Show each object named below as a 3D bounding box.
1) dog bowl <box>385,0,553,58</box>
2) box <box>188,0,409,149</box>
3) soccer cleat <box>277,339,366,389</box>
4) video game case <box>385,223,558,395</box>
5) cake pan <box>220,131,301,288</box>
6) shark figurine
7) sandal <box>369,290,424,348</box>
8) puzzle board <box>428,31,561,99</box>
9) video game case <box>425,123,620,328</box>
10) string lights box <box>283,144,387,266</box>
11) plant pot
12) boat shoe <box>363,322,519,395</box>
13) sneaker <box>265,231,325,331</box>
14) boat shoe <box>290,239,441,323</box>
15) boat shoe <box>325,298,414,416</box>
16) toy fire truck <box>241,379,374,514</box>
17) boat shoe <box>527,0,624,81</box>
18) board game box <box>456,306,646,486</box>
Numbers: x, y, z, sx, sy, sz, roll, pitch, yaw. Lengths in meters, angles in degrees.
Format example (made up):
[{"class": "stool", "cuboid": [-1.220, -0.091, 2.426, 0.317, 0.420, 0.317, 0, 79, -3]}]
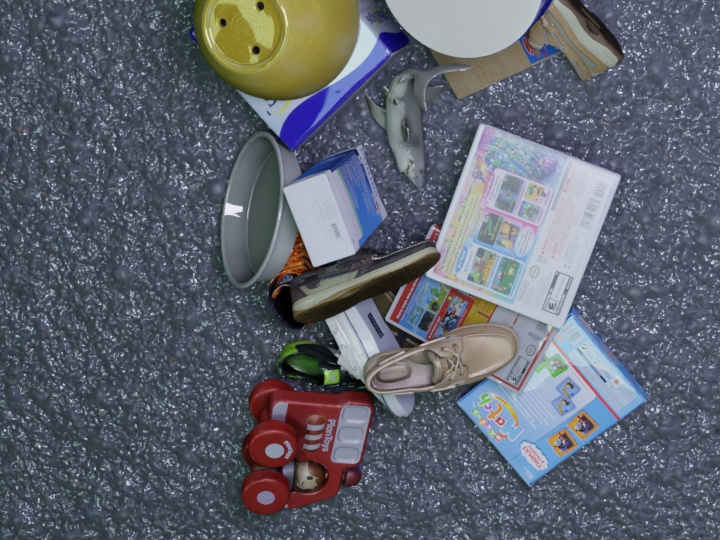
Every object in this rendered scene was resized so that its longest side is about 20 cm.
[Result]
[{"class": "dog bowl", "cuboid": [0.121, -0.341, 1.440, 0.199, 0.079, 0.201, 13, 125, 20]}, {"class": "box", "cuboid": [-0.075, -0.289, 1.619, 0.184, 0.105, 0.200, -42, 94, 21]}, {"class": "soccer cleat", "cuboid": [-0.015, 0.134, 1.739, 0.198, 0.081, 0.068, 5, 107, 12]}, {"class": "video game case", "cuboid": [0.147, 0.050, 1.639, 0.199, 0.017, 0.144, 29, 112, 6]}, {"class": "cake pan", "cuboid": [-0.126, -0.075, 1.663, 0.036, 0.200, 0.202, 8, 112, -27]}, {"class": "shark figurine", "cuboid": [0.074, -0.214, 1.608, 0.089, 0.215, 0.129, -24, 66, -18]}, {"class": "sandal", "cuboid": [0.051, 0.060, 1.718, 0.199, 0.054, 0.081, 31, 122, 0]}, {"class": "puzzle board", "cuboid": [0.142, -0.313, 1.564, 0.150, 0.017, 0.200, -23, 127, 17]}, {"class": "video game case", "cuboid": [0.196, -0.054, 1.584, 0.181, 0.024, 0.201, 21, 102, 8]}, {"class": "string lights box", "cuboid": [-0.026, -0.084, 1.615, 0.059, 0.200, 0.103, -18, 100, 17]}, {"class": "plant pot", "cuboid": [-0.113, -0.286, 1.497, 0.198, 0.142, 0.202, 4, 106, 13]}, {"class": "boat shoe", "cuboid": [0.102, 0.118, 1.609, 0.198, 0.065, 0.072, -17, 97, 3]}, {"class": "sneaker", "cuboid": [-0.083, -0.016, 1.696, 0.077, 0.112, 0.202, -5, 105, 15]}, {"class": "boat shoe", "cuboid": [0.000, 0.000, 1.598, 0.199, 0.073, 0.065, -23, 70, 10]}, {"class": "boat shoe", "cuboid": [0.002, 0.103, 1.683, 0.069, 0.071, 0.201, -22, 102, 29]}, {"class": "toy fire truck", "cuboid": [-0.074, 0.246, 1.773, 0.166, 0.112, 0.201, 6, 122, -8]}, {"class": "boat shoe", "cuboid": [0.226, -0.291, 1.531, 0.076, 0.072, 0.200, -35, 122, 25]}, {"class": "board game box", "cuboid": [0.250, 0.167, 1.709, 0.200, 0.037, 0.151, -40, 93, 20]}]
